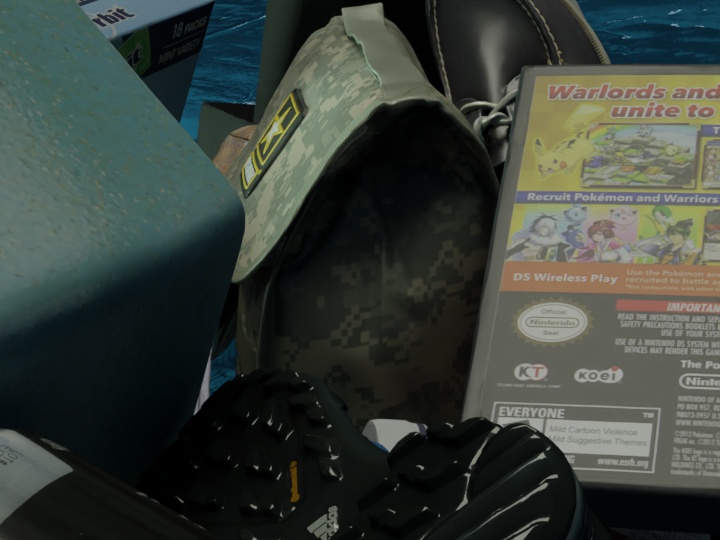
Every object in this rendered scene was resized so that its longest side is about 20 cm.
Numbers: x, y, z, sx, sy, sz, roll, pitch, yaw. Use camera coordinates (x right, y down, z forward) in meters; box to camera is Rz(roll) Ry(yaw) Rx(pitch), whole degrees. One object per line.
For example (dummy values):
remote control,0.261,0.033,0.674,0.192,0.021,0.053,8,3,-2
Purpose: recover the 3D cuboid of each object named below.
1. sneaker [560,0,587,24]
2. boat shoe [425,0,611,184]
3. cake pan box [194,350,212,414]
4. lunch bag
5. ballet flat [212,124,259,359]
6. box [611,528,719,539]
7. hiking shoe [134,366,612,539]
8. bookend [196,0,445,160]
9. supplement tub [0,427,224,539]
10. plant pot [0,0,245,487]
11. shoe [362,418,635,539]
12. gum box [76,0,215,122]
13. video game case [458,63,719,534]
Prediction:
sneaker,0.063,-0.071,0.929,0.099,0.200,0.071,-24,13,-3
boat shoe,0.076,-0.056,0.856,0.073,0.200,0.063,-27,-14,22
cake pan box,-0.150,0.028,0.777,0.184,0.052,0.200,5,29,-7
lunch bag,0.000,0.000,0.823,0.117,0.200,0.164,-3,18,-6
ballet flat,-0.083,0.004,0.973,0.068,0.200,0.067,31,49,1
box,0.202,0.035,0.655,0.198,0.050,0.200,24,59,26
hiking shoe,0.003,0.085,0.570,0.074,0.087,0.200,-48,27,-19
bookend,-0.016,-0.073,1.043,0.092,0.199,0.200,2,11,-25
supplement tub,-0.038,0.134,0.491,0.200,0.123,0.123,28,32,15
plant pot,-0.152,0.009,0.604,0.200,0.196,0.196,-23,58,-33
shoe,0.048,0.124,0.646,0.091,0.072,0.200,9,33,-9
gum box,-0.154,-0.033,0.951,0.045,0.200,0.170,28,29,18
video game case,0.140,0.005,0.646,0.200,0.026,0.181,2,51,14
